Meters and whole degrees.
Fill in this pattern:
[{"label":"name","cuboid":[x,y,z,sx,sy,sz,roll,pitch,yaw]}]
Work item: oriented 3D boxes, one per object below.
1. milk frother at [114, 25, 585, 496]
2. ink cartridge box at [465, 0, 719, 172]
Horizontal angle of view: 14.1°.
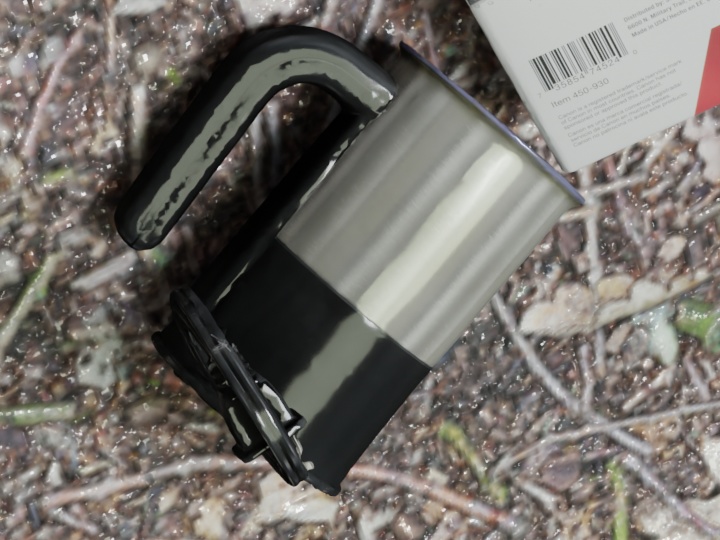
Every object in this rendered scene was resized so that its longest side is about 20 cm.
[{"label":"milk frother","cuboid":[0.000,0.000,1.326,0.180,0.200,0.188,38,93,-33]},{"label":"ink cartridge box","cuboid":[0.113,-0.165,1.347,0.146,0.083,0.200,-24,127,10]}]
